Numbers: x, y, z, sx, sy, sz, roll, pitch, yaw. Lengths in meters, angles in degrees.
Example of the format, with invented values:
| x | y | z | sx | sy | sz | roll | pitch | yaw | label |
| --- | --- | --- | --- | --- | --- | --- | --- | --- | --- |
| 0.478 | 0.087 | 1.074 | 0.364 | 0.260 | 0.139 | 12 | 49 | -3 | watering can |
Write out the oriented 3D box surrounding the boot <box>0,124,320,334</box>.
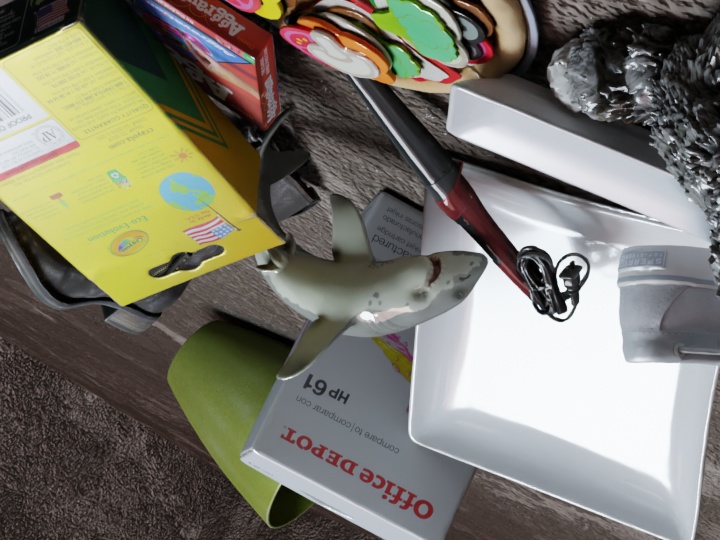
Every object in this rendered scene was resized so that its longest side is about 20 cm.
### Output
| x | y | z | sx | sy | sz | roll | pitch | yaw | label |
| --- | --- | --- | --- | --- | --- | --- | --- | --- | --- |
| -0.130 | -0.042 | 0.983 | 0.069 | 0.174 | 0.200 | 59 | -168 | 24 | boot |

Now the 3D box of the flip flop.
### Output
| x | y | z | sx | sy | sz | roll | pitch | yaw | label |
| --- | --- | --- | --- | --- | --- | --- | --- | --- | --- |
| 0.142 | 0.020 | 0.908 | 0.200 | 0.058 | 0.081 | -1 | 109 | 36 | flip flop |

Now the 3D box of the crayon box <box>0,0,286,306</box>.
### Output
| x | y | z | sx | sy | sz | roll | pitch | yaw | label |
| --- | --- | --- | --- | --- | --- | --- | --- | --- | --- |
| -0.145 | -0.068 | 0.838 | 0.127 | 0.051 | 0.200 | -19 | 136 | 22 | crayon box |

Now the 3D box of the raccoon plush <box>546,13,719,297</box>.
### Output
| x | y | z | sx | sy | sz | roll | pitch | yaw | label |
| --- | --- | --- | --- | --- | --- | --- | --- | --- | --- |
| 0.139 | -0.026 | 0.589 | 0.097 | 0.134 | 0.200 | 34 | 164 | -25 | raccoon plush |

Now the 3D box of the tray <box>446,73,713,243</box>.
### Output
| x | y | z | sx | sy | sz | roll | pitch | yaw | label |
| --- | --- | --- | --- | --- | --- | --- | --- | --- | --- |
| 0.137 | -0.048 | 0.711 | 0.200 | 0.022 | 0.107 | 23 | 174 | 4 | tray |

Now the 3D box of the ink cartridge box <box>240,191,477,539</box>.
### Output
| x | y | z | sx | sy | sz | roll | pitch | yaw | label |
| --- | --- | --- | --- | --- | --- | --- | --- | --- | --- |
| 0.026 | 0.072 | 1.006 | 0.144 | 0.200 | 0.085 | 28 | 167 | -5 | ink cartridge box |

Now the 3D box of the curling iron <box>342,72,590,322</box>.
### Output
| x | y | z | sx | sy | sz | roll | pitch | yaw | label |
| --- | --- | --- | --- | --- | --- | --- | --- | --- | --- |
| 0.057 | -0.049 | 0.814 | 0.200 | 0.026 | 0.050 | 47 | 139 | -12 | curling iron |

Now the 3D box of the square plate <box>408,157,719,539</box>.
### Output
| x | y | z | sx | sy | sz | roll | pitch | yaw | label |
| --- | --- | --- | --- | --- | --- | --- | --- | --- | --- |
| 0.122 | 0.044 | 0.876 | 0.198 | 0.028 | 0.200 | 18 | 120 | 28 | square plate |

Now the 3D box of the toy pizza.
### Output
| x | y | z | sx | sy | sz | roll | pitch | yaw | label |
| --- | --- | --- | --- | --- | --- | --- | --- | --- | --- |
| -0.013 | -0.134 | 0.684 | 0.200 | 0.032 | 0.200 | 25 | 164 | 8 | toy pizza |

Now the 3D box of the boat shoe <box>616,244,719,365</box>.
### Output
| x | y | z | sx | sy | sz | roll | pitch | yaw | label |
| --- | --- | --- | --- | --- | --- | --- | --- | --- | --- |
| 0.208 | 0.038 | 0.746 | 0.200 | 0.069 | 0.072 | 16 | 169 | -39 | boat shoe |

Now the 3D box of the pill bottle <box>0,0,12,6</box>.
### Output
| x | y | z | sx | sy | sz | roll | pitch | yaw | label |
| --- | --- | --- | --- | --- | --- | --- | --- | --- | --- |
| -0.205 | -0.107 | 0.973 | 0.112 | 0.112 | 0.200 | 23 | 165 | 14 | pill bottle |

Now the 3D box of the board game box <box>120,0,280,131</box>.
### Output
| x | y | z | sx | sy | sz | roll | pitch | yaw | label |
| --- | --- | --- | --- | --- | --- | --- | --- | --- | --- |
| -0.131 | -0.153 | 0.809 | 0.200 | 0.019 | 0.103 | 33 | 168 | 9 | board game box |

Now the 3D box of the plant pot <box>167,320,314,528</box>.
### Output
| x | y | z | sx | sy | sz | roll | pitch | yaw | label |
| --- | --- | --- | --- | --- | --- | --- | --- | --- | --- |
| -0.111 | 0.150 | 1.643 | 0.200 | 0.187 | 0.187 | 38 | 170 | 19 | plant pot |

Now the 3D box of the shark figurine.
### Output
| x | y | z | sx | sy | sz | roll | pitch | yaw | label |
| --- | --- | --- | --- | --- | --- | --- | --- | --- | --- |
| -0.019 | 0.002 | 0.903 | 0.214 | 0.128 | 0.089 | 40 | 180 | 43 | shark figurine |
